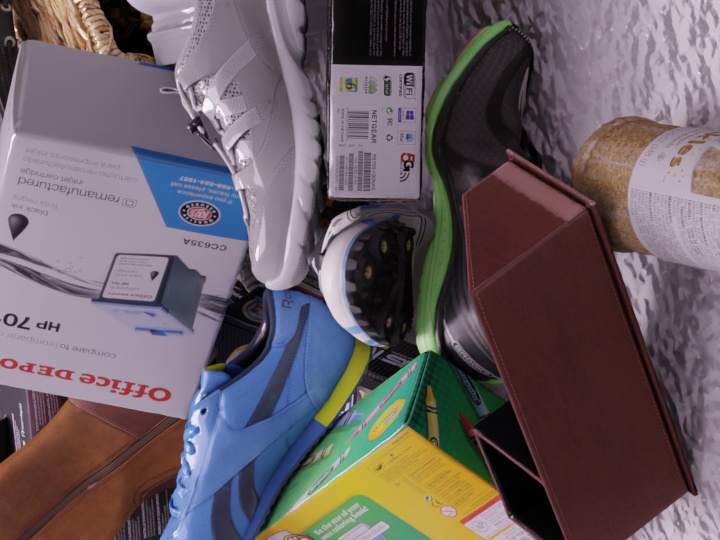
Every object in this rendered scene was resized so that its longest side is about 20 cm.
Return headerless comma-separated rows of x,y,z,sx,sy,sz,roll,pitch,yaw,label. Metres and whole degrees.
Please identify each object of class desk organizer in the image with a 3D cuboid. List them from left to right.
0.093,0.049,1.372,0.072,0.077,0.200,35,155,49,desk organizer

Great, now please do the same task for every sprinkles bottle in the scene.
0.177,-0.029,1.267,0.200,0.068,0.068,14,115,59,sprinkles bottle

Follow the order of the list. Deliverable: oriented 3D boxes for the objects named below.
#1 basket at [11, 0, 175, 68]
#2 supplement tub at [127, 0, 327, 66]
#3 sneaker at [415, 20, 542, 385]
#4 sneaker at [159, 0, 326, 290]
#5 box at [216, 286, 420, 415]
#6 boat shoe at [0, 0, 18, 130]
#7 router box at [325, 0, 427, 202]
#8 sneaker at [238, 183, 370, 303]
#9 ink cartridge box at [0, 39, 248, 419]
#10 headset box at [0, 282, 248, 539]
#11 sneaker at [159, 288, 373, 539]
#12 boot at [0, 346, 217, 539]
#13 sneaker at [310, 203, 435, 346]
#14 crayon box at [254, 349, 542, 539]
-0.134,-0.184,1.673,0.200,0.142,0.149,68,156,19,basket
-0.076,-0.224,1.554,0.145,0.145,0.201,-3,101,61,supplement tub
0.079,-0.035,1.460,0.084,0.077,0.201,12,114,28,sneaker
-0.063,-0.085,1.455,0.075,0.082,0.201,82,-179,-75,sneaker
-0.011,0.126,1.646,0.160,0.044,0.200,20,124,27,box
-0.222,-0.111,1.664,0.069,0.056,0.201,-15,89,60,boat shoe
0.008,-0.143,1.440,0.149,0.051,0.201,-93,5,-82,router box
-0.061,-0.012,1.700,0.200,0.078,0.082,17,119,58,sneaker
-0.142,-0.020,1.576,0.086,0.146,0.200,-91,15,-47,ink cartridge box
-0.153,0.102,1.790,0.075,0.200,0.149,28,126,56,headset box
-0.077,0.100,1.524,0.200,0.078,0.066,-57,19,2,sneaker
-0.132,0.144,1.726,0.188,0.200,0.068,44,175,-30,boot
0.000,0.000,1.499,0.200,0.072,0.072,-15,-68,-80,sneaker
0.020,0.136,1.527,0.200,0.119,0.058,-38,24,43,crayon box
